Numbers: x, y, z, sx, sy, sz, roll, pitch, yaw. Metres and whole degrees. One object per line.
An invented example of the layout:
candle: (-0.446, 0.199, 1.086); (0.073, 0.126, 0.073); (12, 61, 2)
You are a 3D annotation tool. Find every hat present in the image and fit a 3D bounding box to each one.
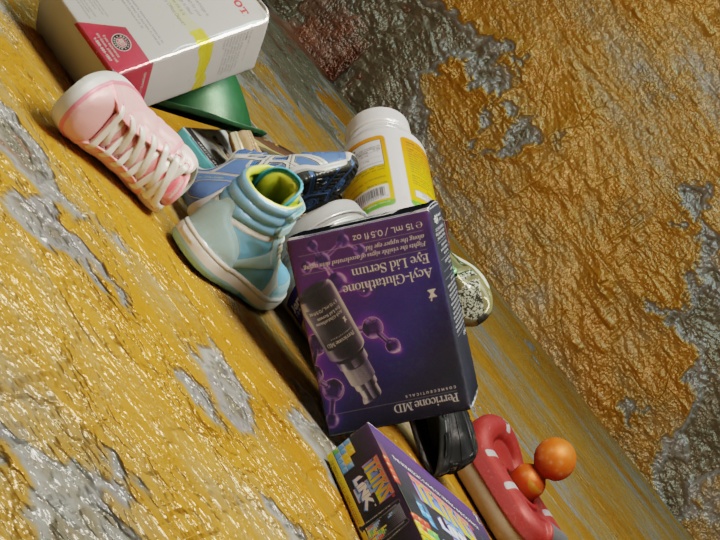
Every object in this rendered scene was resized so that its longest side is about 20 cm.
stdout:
hat: (-0.177, -0.260, 1.697); (0.198, 0.178, 0.165); (14, 1, -33)

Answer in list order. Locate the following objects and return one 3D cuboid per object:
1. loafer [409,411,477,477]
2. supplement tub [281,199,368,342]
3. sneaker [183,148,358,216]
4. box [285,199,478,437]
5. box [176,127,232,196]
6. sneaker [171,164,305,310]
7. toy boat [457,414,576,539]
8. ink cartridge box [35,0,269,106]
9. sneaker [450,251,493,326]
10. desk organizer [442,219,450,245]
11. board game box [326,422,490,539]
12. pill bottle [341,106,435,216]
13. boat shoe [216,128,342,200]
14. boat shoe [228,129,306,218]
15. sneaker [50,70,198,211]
loafer: (0.073, 0.134, 1.715); (0.070, 0.068, 0.203); (-21, 93, -42)
supplement tub: (0.002, 0.038, 1.646); (0.201, 0.145, 0.145); (53, 10, 22)
sneaker: (-0.094, -0.099, 1.596); (0.078, 0.198, 0.076); (62, -27, 25)
box: (0.024, 0.046, 1.488); (0.104, 0.146, 0.202); (-33, 110, -80)
box: (-0.169, -0.115, 1.724); (0.083, 0.049, 0.200); (51, 9, 2)
sneaker: (-0.091, -0.036, 1.531); (0.080, 0.130, 0.200); (52, 8, 24)
toy boat: (0.203, 0.250, 1.825); (0.130, 0.130, 0.201); (41, 13, -48)
ink cartridge box: (-0.217, -0.259, 1.595); (0.146, 0.199, 0.084); (53, -34, 19)
sneaker: (0.083, -0.009, 1.879); (0.200, 0.077, 0.088); (48, 11, 19)
desk organizer: (0.091, 0.044, 1.991); (0.077, 0.071, 0.202); (-94, 177, -69)
board game box: (0.068, 0.253, 1.393); (0.200, 0.057, 0.166); (43, 13, -39)
pill bottle: (0.031, -0.099, 1.814); (0.111, 0.110, 0.201); (42, 28, -40)
boat shoe: (-0.093, -0.117, 1.868); (0.199, 0.072, 0.068); (33, 26, 11)
boat shoe: (-0.084, -0.087, 1.699); (0.201, 0.069, 0.074); (61, 5, -42)
sneaker: (-0.212, -0.118, 1.438); (0.105, 0.075, 0.200); (47, 4, 16)
